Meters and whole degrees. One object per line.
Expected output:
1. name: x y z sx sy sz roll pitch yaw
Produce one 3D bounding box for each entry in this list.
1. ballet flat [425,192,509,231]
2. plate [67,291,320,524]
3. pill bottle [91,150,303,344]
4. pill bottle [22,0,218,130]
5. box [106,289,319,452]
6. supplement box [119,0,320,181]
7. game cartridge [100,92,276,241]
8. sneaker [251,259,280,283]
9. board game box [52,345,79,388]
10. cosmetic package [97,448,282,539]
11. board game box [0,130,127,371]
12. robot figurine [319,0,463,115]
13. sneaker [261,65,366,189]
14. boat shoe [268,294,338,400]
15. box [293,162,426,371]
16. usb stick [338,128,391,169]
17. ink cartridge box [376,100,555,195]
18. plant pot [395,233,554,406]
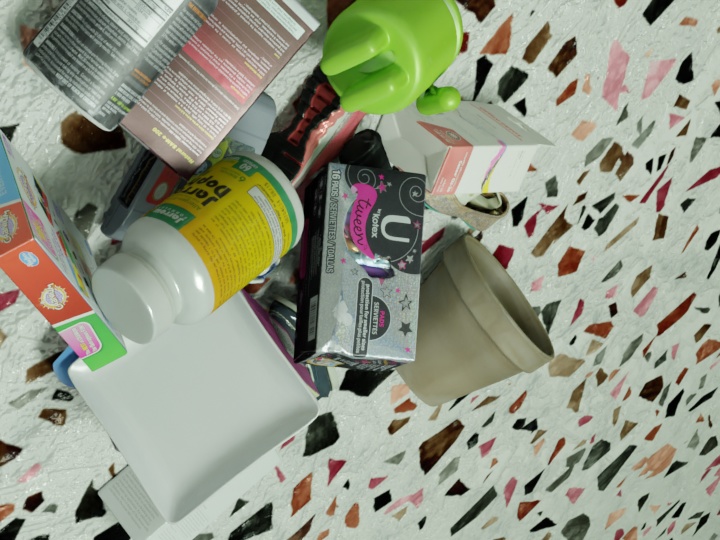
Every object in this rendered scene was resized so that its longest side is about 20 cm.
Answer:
1. ballet flat: 0.131 -0.101 1.759 0.067 0.069 0.199 -21 162 24
2. plate: -0.170 0.124 1.451 0.199 0.201 0.032 -37 171 2
3. pill bottle: -0.155 -0.020 1.336 0.200 0.112 0.114 -40 147 -35
4. pill bottle: -0.198 -0.231 1.252 0.200 0.106 0.106 -49 145 1
5. box: -0.171 0.128 1.564 0.199 0.097 0.176 -32 156 3
6. supplement box: -0.145 -0.199 1.346 0.109 0.061 0.200 41 90 -27
7. game cartridge: -0.172 -0.108 1.461 0.133 0.041 0.201 13 113 -56
8. sneaker: -0.128 -0.013 1.523 0.076 0.077 0.200 -50 171 -2
9. board game box: -0.246 0.047 1.516 0.200 0.039 0.157 -46 154 19
10. cosmetic package: -0.205 0.248 1.705 0.199 0.101 0.071 -40 145 -10
11. board game box: -0.293 -0.019 1.310 0.040 0.154 0.201 -27 143 0
12. robot figurine: 0.035 -0.236 1.461 0.115 0.177 0.200 -21 -165 35
13. sneaker: -0.053 -0.129 1.534 0.201 0.074 0.087 -50 146 1
14. boat shoe: -0.080 0.104 1.728 0.062 0.075 0.201 -45 151 -18
15. box: 0.000 0.000 1.519 0.113 0.132 0.203 5 80 -13
16. usb stick: 0.012 -0.108 1.610 0.055 0.033 0.200 -43 164 -4
17. ink cartridge box: 0.126 -0.147 1.671 0.199 0.116 0.068 -5 126 -44
18. plant pot: 0.130 0.082 1.855 0.173 0.201 0.200 -37 147 13
